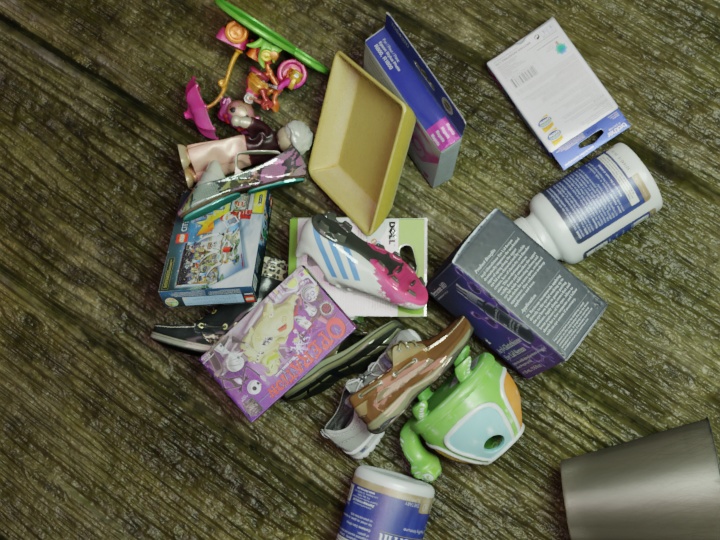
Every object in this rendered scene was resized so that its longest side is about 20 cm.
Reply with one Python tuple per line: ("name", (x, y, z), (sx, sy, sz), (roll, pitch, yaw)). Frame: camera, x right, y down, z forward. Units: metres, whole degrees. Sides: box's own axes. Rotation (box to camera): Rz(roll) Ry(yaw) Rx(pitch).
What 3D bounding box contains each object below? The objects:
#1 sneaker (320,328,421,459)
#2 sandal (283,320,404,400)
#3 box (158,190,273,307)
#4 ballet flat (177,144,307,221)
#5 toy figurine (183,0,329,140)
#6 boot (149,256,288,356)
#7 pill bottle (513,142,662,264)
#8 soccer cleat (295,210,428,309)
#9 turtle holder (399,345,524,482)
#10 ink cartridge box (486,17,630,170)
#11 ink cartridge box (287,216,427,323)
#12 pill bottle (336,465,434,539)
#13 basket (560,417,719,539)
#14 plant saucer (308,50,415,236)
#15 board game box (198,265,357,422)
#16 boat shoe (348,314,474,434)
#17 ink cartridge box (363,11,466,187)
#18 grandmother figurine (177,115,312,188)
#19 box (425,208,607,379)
("sneaker", (0.019, 0.168, 1.508), (0.200, 0.082, 0.075), (-61, 34, 1))
("sandal", (-0.030, 0.120, 1.547), (0.200, 0.080, 0.057), (-28, 64, 5))
("box", (-0.206, -0.038, 1.568), (0.136, 0.038, 0.200), (-4, 48, 10))
("ballet flat", (-0.178, -0.134, 1.568), (0.199, 0.069, 0.071), (-20, 89, -8))
("toy figurine", (-0.177, -0.276, 1.625), (0.200, 0.150, 0.184), (31, 102, -11))
("boot", (-0.200, 0.052, 1.591), (0.203, 0.073, 0.154), (6, 78, 11))
("pill bottle", (0.306, -0.080, 1.497), (0.200, 0.111, 0.111), (-33, 77, 3))
("soccer cleat", (0.000, 0.000, 1.493), (0.200, 0.070, 0.086), (36, 124, 1))
("turtle holder", (0.138, 0.205, 1.469), (0.132, 0.141, 0.186), (46, 77, -1))
("ink cartridge box", (0.286, -0.252, 1.564), (0.119, 0.042, 0.200), (-34, 75, 3))
("ink cartridge box", (-0.001, 0.002, 1.558), (0.199, 0.076, 0.148), (0, 81, 8))
("pill bottle", (0.023, 0.378, 1.476), (0.115, 0.116, 0.201), (14, 85, 12))
("basket", (0.371, 0.297, 1.422), (0.199, 0.136, 0.181), (-10, 78, 12))
("plant saucer", (0.008, -0.181, 1.527), (0.200, 0.048, 0.201), (47, 131, 45))
("board game box", (-0.116, 0.102, 1.515), (0.200, 0.032, 0.120), (-43, 87, 6))
("boat shoe", (0.067, 0.129, 1.452), (0.200, 0.076, 0.074), (-44, 88, -6))
("ink cartridge box", (0.070, -0.233, 1.517), (0.043, 0.200, 0.197), (-31, 76, -8))
("grandmother figurine", (-0.168, -0.182, 1.609), (0.199, 0.121, 0.061), (-14, 51, -6))
("box", (0.205, 0.035, 1.452), (0.200, 0.148, 0.104), (40, 71, 2))
